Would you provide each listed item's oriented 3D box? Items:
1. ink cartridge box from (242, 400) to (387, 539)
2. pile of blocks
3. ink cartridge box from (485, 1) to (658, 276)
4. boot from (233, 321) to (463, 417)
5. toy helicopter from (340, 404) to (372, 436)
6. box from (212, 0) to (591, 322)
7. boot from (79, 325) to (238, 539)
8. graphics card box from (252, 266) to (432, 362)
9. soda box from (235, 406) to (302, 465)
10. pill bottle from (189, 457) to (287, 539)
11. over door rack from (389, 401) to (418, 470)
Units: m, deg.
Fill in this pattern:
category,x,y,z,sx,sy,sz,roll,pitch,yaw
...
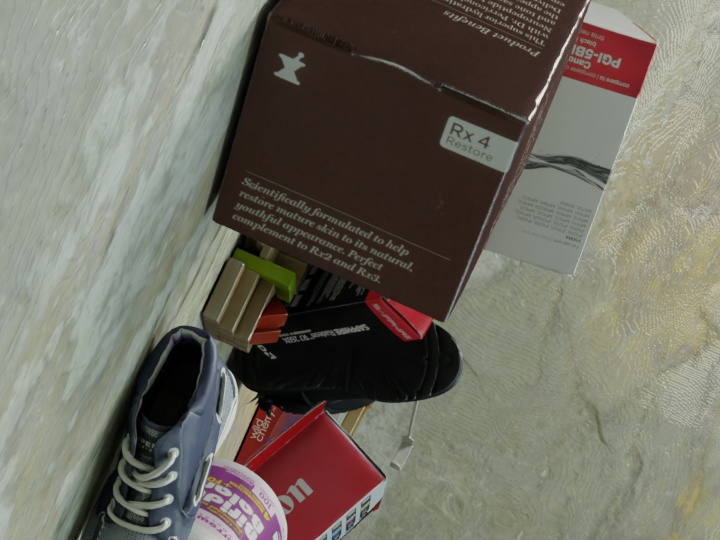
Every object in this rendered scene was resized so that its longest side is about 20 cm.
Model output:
category,x,y,z,sx,sy,sz,roll,pitch,yaw
ink cartridge box,-0.079,0.214,1.645,0.200,0.084,0.176,-41,168,-13
pile of blocks,-0.047,-0.020,1.447,0.082,0.062,0.200,107,7,-51
ink cartridge box,0.154,-0.115,1.620,0.147,0.083,0.200,-111,-142,-71
boot,-0.004,0.085,1.668,0.162,0.198,0.073,47,42,-74
toy helicopter,0.003,0.184,2.812,0.200,0.079,0.132,-62,173,-10
box,0.031,-0.112,1.255,0.200,0.166,0.164,-60,172,-49
boot,-0.136,0.133,1.252,0.090,0.073,0.200,78,28,-67
graphics card box,0.000,0.000,1.492,0.200,0.051,0.126,-11,-139,52
soda box,-0.084,0.185,1.966,0.070,0.063,0.200,38,76,-84
pill bottle,-0.124,0.210,1.395,0.200,0.112,0.112,-51,164,-73
over door rack,0.004,0.108,2.079,0.067,0.148,0.200,-57,170,-32
